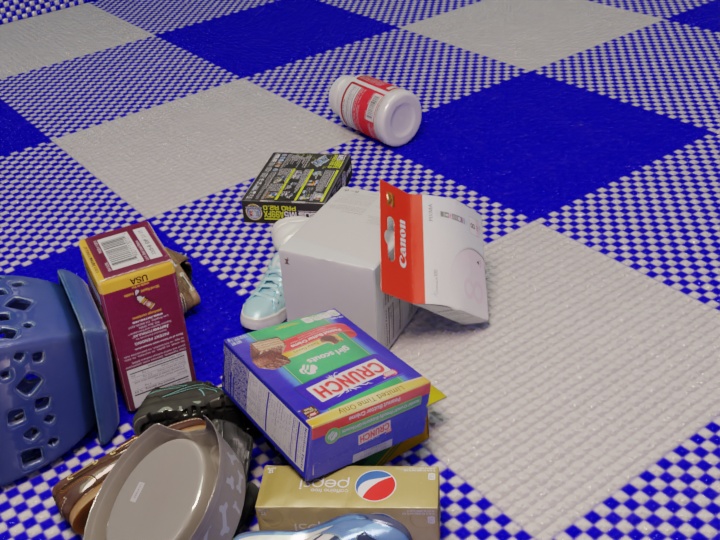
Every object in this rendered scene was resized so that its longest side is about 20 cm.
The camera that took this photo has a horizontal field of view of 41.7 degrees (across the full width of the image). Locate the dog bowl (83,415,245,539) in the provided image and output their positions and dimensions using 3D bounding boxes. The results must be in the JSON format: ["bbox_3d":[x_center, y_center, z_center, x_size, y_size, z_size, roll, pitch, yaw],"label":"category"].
[{"bbox_3d":[-0.202,0.251,0.991,0.198,0.059,0.202,-28,38,24],"label":"dog bowl"}]

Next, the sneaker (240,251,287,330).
[{"bbox_3d":[-0.124,0.010,1.427,0.073,0.083,0.200,8,34,23],"label":"sneaker"}]

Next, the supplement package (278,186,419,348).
[{"bbox_3d":[0.000,0.000,1.358,0.149,0.153,0.200,11,35,24],"label":"supplement package"}]

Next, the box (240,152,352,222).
[{"bbox_3d":[-0.113,-0.152,1.725,0.157,0.045,0.201,3,33,13],"label":"box"}]

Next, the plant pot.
[{"bbox_3d":[-0.410,0.121,1.190,0.177,0.204,0.200,-12,31,-23],"label":"plant pot"}]

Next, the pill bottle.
[{"bbox_3d":[0.024,-0.334,1.931,0.111,0.114,0.199,-25,36,-29],"label":"pill bottle"}]

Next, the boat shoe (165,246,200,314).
[{"bbox_3d":[-0.299,0.007,1.481,0.071,0.073,0.201,-11,42,-20],"label":"boat shoe"}]

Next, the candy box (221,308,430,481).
[{"bbox_3d":[-0.044,0.135,1.101,0.167,0.078,0.199,-15,34,-34],"label":"candy box"}]

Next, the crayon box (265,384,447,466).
[{"bbox_3d":[-0.005,0.184,1.157,0.197,0.052,0.126,-24,36,-27],"label":"crayon box"}]

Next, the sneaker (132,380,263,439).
[{"bbox_3d":[-0.187,0.166,1.192,0.195,0.077,0.080,-4,29,1],"label":"sneaker"}]

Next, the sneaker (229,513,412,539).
[{"bbox_3d":[-0.042,0.298,0.932,0.196,0.075,0.083,-13,30,4],"label":"sneaker"}]

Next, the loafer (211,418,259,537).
[{"bbox_3d":[-0.143,0.252,1.052,0.069,0.069,0.202,19,35,-22],"label":"loafer"}]

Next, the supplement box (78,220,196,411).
[{"bbox_3d":[-0.294,0.060,1.257,0.101,0.203,0.131,-17,33,-21],"label":"supplement box"}]

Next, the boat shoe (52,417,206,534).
[{"bbox_3d":[-0.264,0.226,1.110,0.198,0.072,0.070,-26,41,-30],"label":"boat shoe"}]

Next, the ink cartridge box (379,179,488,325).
[{"bbox_3d":[0.104,-0.026,1.300,0.056,0.199,0.166,-13,67,32],"label":"ink cartridge box"}]

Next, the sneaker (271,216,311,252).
[{"bbox_3d":[-0.046,-0.063,1.544,0.196,0.076,0.089,-19,29,-3],"label":"sneaker"}]

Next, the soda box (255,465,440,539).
[{"bbox_3d":[-0.011,0.257,1.024,0.195,0.069,0.064,-1,32,6],"label":"soda box"}]
